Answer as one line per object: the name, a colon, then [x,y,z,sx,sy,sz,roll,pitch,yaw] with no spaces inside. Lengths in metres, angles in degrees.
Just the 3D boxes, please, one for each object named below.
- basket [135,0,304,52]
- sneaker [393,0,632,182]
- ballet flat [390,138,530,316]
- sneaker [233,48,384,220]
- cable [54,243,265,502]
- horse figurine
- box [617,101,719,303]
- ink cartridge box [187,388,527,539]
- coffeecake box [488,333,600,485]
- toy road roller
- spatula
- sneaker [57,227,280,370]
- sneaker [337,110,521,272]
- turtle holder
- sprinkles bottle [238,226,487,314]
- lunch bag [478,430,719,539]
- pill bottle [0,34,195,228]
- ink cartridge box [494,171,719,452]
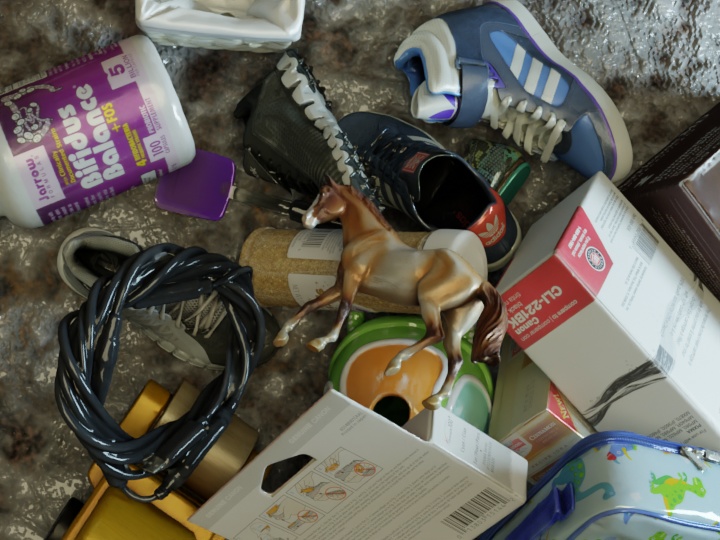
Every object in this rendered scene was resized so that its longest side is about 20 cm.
basket: [-0.112,-0.279,1.141,0.134,0.123,0.203,3,87,-8]
sneaker: [0.114,-0.130,1.162,0.146,0.081,0.201,-27,70,-26]
ballet flat: [0.067,-0.025,1.195,0.074,0.074,0.201,35,82,-6]
sneaker: [-0.048,-0.089,1.139,0.090,0.066,0.201,-34,51,8]
cable: [-0.149,0.062,1.066,0.200,0.051,0.164,-52,122,-29]
horse figurine: [0.028,0.018,1.006,0.198,0.050,0.133,19,63,27]
box: [0.332,-0.048,1.160,0.165,0.200,0.165,-39,94,-9]
ink cartridge box: [-0.004,0.163,1.048,0.175,0.200,0.045,32,39,-19]
coffeecake box: [0.204,0.128,1.139,0.199,0.073,0.154,37,39,-17]
toy road roller: [-0.163,0.193,1.104,0.122,0.146,0.201,34,84,-6]
spatula: [-0.073,-0.056,1.189,0.198,0.021,0.057,15,92,-9]
sneaker: [-0.154,0.027,1.127,0.198,0.115,0.076,24,85,-7]
sneaker: [0.046,-0.081,1.140,0.199,0.085,0.075,35,85,27]
turtle holder: [0.032,0.131,1.132,0.139,0.186,0.132,17,42,-6]
sprinkles bottle: [0.000,0.000,1.113,0.198,0.068,0.069,3,87,33]
lunch bag: [0.185,0.200,1.027,0.159,0.201,0.083,14,47,-19]
pill bottle: [-0.241,-0.101,1.121,0.198,0.112,0.113,-24,92,-9]
ink cartridge box: [0.207,0.046,1.080,0.200,0.144,0.084,46,126,-5]
